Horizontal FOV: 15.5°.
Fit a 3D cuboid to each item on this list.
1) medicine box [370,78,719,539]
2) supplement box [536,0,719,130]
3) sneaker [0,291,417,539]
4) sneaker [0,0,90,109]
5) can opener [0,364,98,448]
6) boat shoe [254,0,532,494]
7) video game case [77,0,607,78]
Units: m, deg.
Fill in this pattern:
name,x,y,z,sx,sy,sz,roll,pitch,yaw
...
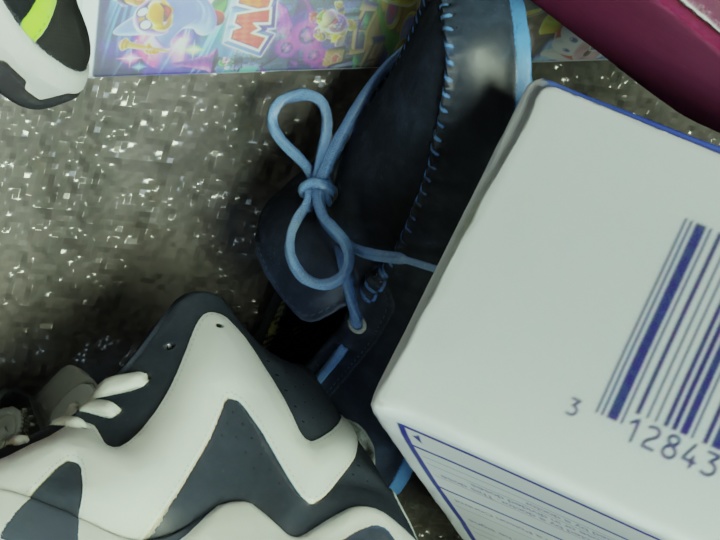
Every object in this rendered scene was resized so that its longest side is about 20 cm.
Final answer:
name,x,y,z,sx,sy,sz,roll,pitch,yaw
medicine box,0.120,0.056,0.741,0.103,0.181,0.200,-63,161,-11
supplement box,0.122,-0.144,0.681,0.131,0.103,0.201,33,86,-36
sneaker,-0.078,0.061,0.744,0.198,0.130,0.080,3,126,-9
sneaker,-0.094,-0.130,0.671,0.082,0.072,0.201,-26,129,-4
can opener,-0.136,0.110,0.833,0.200,0.053,0.066,-44,128,12
boat shoe,0.000,0.000,0.784,0.068,0.084,0.201,8,128,-11
video game case,0.016,-0.123,0.753,0.199,0.018,0.144,-3,125,-19
